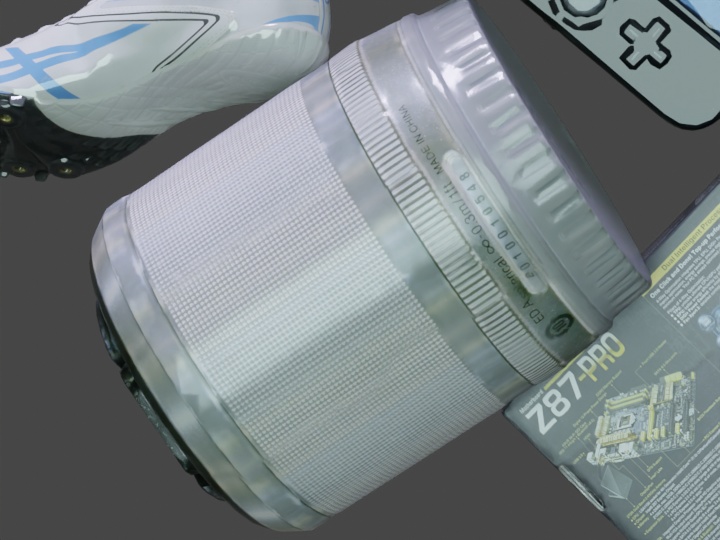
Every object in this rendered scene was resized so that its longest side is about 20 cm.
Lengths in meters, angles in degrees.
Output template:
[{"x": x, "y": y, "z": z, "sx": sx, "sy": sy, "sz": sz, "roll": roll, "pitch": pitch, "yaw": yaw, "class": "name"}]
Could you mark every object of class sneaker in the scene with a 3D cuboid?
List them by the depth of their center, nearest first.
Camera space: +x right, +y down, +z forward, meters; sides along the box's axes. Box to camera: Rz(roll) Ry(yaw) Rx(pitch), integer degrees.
[{"x": -0.105, "y": -0.093, "z": 1.265, "sx": 0.199, "sy": 0.072, "sz": 0.073, "roll": -15, "pitch": 55, "yaw": 16, "class": "sneaker"}]

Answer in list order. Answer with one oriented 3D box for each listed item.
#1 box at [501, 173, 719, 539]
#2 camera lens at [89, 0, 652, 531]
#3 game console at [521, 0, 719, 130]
[{"x": 0.184, "y": 0.043, "z": 1.244, "sx": 0.161, "sy": 0.049, "sz": 0.200, "roll": 43, "pitch": 99, "yaw": 0, "class": "box"}, {"x": 0.000, "y": 0.000, "z": 1.206, "sx": 0.199, "sy": 0.160, "sz": 0.161, "roll": -33, "pitch": 91, "yaw": 9, "class": "camera lens"}, {"x": 0.136, "y": -0.180, "z": 1.193, "sx": 0.170, "sy": 0.118, "sz": 0.200, "roll": 39, "pitch": 99, "yaw": 2, "class": "game console"}]
